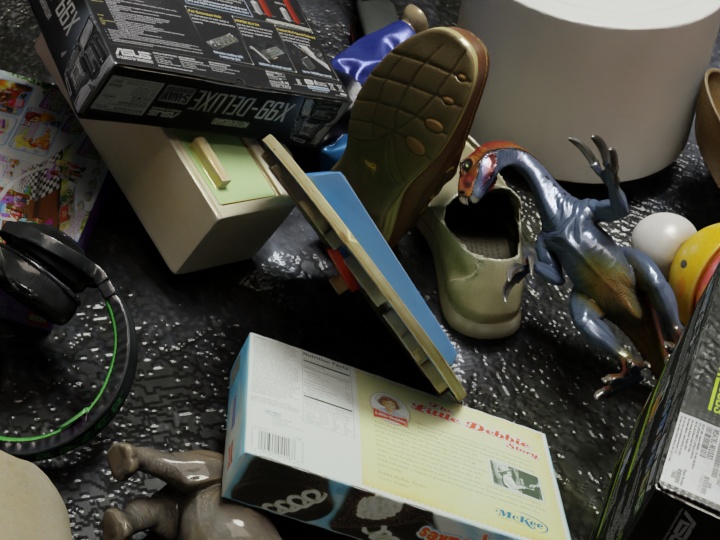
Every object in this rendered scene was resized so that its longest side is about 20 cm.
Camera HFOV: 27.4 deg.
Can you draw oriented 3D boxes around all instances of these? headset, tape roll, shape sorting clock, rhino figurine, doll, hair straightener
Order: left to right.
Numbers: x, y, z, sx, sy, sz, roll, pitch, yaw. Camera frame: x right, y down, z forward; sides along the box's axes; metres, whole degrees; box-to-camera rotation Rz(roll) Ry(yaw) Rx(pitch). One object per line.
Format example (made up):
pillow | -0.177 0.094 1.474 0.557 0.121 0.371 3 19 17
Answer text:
headset | -0.215 0.014 0.850 0.123 0.094 0.200 -36 73 -8
rhino figurine | -0.060 0.172 0.779 0.087 0.060 0.200 4 39 -48
doll | -0.008 -0.119 1.088 0.200 0.049 0.136 -37 64 -27
shape sorting clock | 0.000 0.000 0.906 0.039 0.200 0.200 -33 55 -2
hair straightener | 0.017 -0.237 1.230 0.041 0.077 0.200 9 42 -8
tape roll | 0.174 -0.182 1.157 0.202 0.140 0.203 5 40 -4

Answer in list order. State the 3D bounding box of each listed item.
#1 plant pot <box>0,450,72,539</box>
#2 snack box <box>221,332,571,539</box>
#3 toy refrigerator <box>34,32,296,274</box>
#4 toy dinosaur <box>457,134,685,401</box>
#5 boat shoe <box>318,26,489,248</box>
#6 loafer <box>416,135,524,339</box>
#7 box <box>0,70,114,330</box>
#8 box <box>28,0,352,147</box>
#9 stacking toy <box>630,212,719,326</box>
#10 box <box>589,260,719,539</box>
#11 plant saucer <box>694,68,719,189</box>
plant pot | -0.192 0.179 0.655 0.200 0.201 0.184 3 32 -15
snack box | 0.021 0.110 0.848 0.199 0.037 0.116 20 28 -13
toy refrigerator | -0.132 -0.102 0.997 0.076 0.070 0.200 -13 64 -47
toy dinosaur | 0.138 -0.003 0.976 0.105 0.200 0.182 -32 59 0
boat shoe | 0.034 -0.086 0.984 0.067 0.200 0.072 -25 64 -42
loafer | 0.080 -0.042 1.048 0.075 0.068 0.200 1 45 -18
box | -0.241 -0.057 0.982 0.136 0.039 0.200 16 42 -3
box | -0.119 -0.164 0.975 0.200 0.050 0.158 2 51 -45
stacking toy | 0.265 0.016 1.034 0.146 0.147 0.200 -17 33 -32
box | 0.168 0.119 0.815 0.047 0.194 0.200 22 41 9
plant saucer | 0.313 -0.064 1.123 0.200 0.035 0.201 37 30 -26
